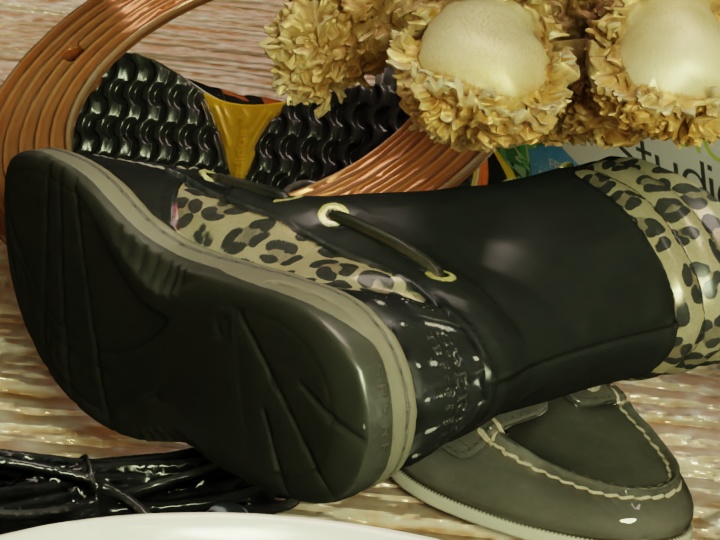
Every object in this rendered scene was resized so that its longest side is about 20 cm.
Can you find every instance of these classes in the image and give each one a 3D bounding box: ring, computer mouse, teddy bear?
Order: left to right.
[{"bbox_3d":[-0.054,0.079,0.724,0.140,0.046,0.200,-1,21,-21],"label":"computer mouse"},{"bbox_3d":[-0.033,-0.056,0.949,0.200,0.019,0.201,-12,39,10],"label":"ring"},{"bbox_3d":[0.050,-0.058,0.811,0.144,0.067,0.200,-10,13,-20],"label":"teddy bear"}]

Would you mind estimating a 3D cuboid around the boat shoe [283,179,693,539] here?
[{"bbox_3d":[0.027,0.027,0.871,0.067,0.057,0.200,-10,25,-36],"label":"boat shoe"}]

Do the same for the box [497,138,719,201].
[{"bbox_3d":[0.093,-0.076,0.967,0.036,0.201,0.144,-28,35,-29],"label":"box"}]

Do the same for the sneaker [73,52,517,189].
[{"bbox_3d":[-0.035,-0.030,1.025,0.199,0.070,0.090,6,-12,28],"label":"sneaker"}]

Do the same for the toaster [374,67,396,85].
[{"bbox_3d":[0.101,-0.119,1.107,0.199,0.182,0.119,2,19,-8],"label":"toaster"}]

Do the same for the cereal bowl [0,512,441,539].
[{"bbox_3d":[-0.018,0.125,0.557,0.199,0.084,0.200,5,21,-2],"label":"cereal bowl"}]

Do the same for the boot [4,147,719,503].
[{"bbox_3d":[0.001,0.002,0.820,0.153,0.074,0.203,-14,23,-32],"label":"boot"}]
